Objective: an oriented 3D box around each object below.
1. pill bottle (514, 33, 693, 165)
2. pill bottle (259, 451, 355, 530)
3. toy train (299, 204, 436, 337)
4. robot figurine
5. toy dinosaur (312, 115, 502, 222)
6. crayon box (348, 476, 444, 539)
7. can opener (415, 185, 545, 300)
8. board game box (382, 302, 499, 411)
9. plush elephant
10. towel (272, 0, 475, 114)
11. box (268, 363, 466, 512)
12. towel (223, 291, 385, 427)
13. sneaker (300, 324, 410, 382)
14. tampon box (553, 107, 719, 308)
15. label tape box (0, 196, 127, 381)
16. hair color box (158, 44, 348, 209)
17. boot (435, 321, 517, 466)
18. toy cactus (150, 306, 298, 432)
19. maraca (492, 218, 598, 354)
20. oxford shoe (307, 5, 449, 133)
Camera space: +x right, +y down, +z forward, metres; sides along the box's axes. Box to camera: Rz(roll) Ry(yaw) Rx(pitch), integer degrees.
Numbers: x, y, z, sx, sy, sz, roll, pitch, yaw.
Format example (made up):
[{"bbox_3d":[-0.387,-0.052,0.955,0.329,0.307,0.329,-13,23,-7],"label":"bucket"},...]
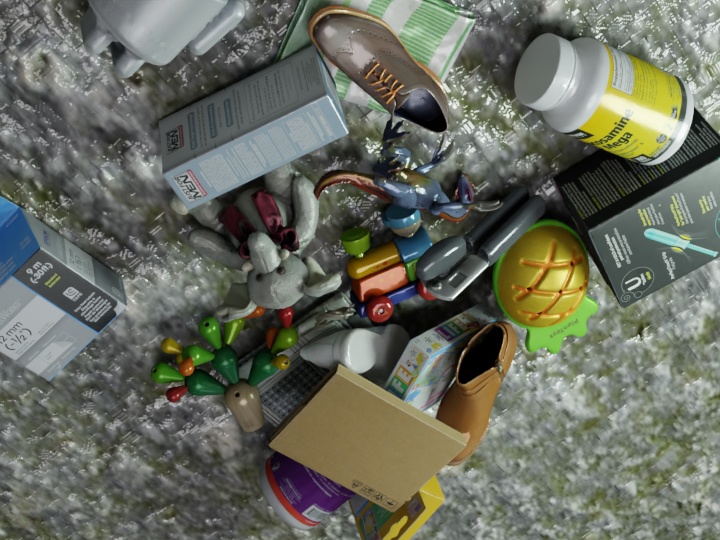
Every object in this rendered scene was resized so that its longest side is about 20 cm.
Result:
[{"bbox_3d":[0.283,-0.204,1.436,0.198,0.113,0.113,16,119,-27],"label":"pill bottle"},{"bbox_3d":[-0.034,0.249,1.641,0.200,0.113,0.112,-40,127,15],"label":"pill bottle"},{"bbox_3d":[0.000,0.000,1.514,0.198,0.085,0.117,-23,119,-7],"label":"toy train"},{"bbox_3d":[-0.193,-0.286,1.221,0.200,0.113,0.169,-43,131,15],"label":"robot figurine"},{"bbox_3d":[0.066,-0.106,1.462,0.198,0.106,0.182,-11,150,17],"label":"toy dinosaur"},{"bbox_3d":[0.042,0.299,1.675,0.051,0.201,0.126,25,116,-31],"label":"crayon box"},{"bbox_3d":[0.150,-0.037,1.494,0.200,0.052,0.067,-39,146,-25],"label":"can opener"},{"bbox_3d":[0.096,0.126,1.595,0.199,0.034,0.135,-22,144,-56],"label":"board game box"},{"bbox_3d":[-0.111,-0.025,1.414,0.163,0.155,0.201,-23,129,1],"label":"plush elephant"},{"bbox_3d":[0.015,-0.252,1.372,0.198,0.023,0.154,13,121,-26],"label":"towel"},{"bbox_3d":[0.008,0.213,1.530,0.199,0.021,0.164,31,125,-17],"label":"box"},{"bbox_3d":[-0.052,0.139,1.633,0.199,0.035,0.193,-35,128,8],"label":"towel"},{"bbox_3d":[-0.003,0.104,1.566,0.088,0.076,0.199,-4,169,29],"label":"sneaker"},{"bbox_3d":[0.372,-0.082,1.545,0.198,0.127,0.150,-29,128,6],"label":"tampon box"},{"bbox_3d":[-0.392,0.021,1.418,0.143,0.066,0.200,-41,129,14],"label":"label tape box"},{"bbox_3d":[-0.119,-0.156,1.337,0.198,0.100,0.061,-24,132,9],"label":"hair color box"},{"bbox_3d":[0.144,0.157,1.571,0.201,0.076,0.155,-58,167,-1],"label":"boot"},{"bbox_3d":[-0.159,0.132,1.544,0.198,0.102,0.166,-22,116,-2],"label":"toy cactus"},{"bbox_3d":[0.241,0.022,1.589,0.136,0.107,0.201,-30,122,-3],"label":"maraca"},{"bbox_3d":[0.028,-0.218,1.340,0.199,0.073,0.071,29,116,-31],"label":"oxford shoe"}]
